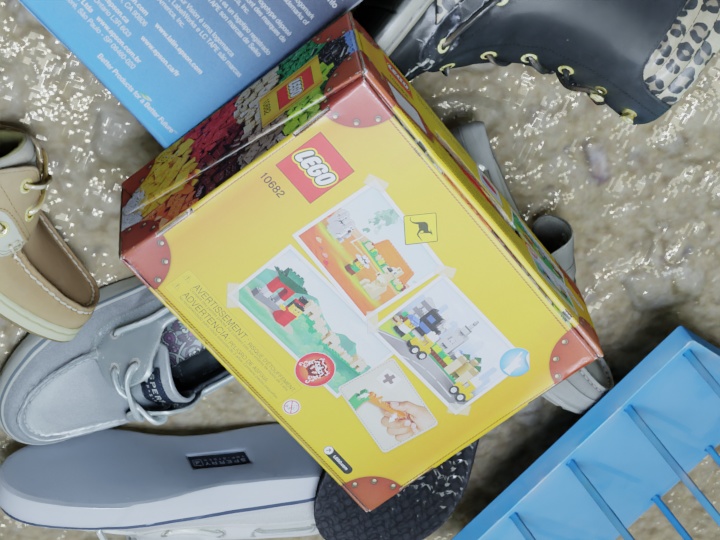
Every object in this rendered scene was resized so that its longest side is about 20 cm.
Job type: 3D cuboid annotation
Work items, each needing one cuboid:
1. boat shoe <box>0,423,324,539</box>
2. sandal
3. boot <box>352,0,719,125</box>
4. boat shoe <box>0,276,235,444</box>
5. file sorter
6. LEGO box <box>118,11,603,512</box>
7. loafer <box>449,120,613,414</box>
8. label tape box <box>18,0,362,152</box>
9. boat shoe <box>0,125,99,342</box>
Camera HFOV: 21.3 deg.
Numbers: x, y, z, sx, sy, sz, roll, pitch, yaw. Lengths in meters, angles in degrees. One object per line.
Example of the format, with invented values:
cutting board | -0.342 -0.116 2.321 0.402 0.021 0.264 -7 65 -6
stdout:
boat shoe | -0.109 0.139 1.093 0.202 0.075 0.086 -4 123 -24
sandal | 0.038 0.074 1.060 0.075 0.045 0.200 24 112 -10
boot | 0.081 -0.109 0.979 0.154 0.073 0.204 36 102 -18
boat shoe | -0.108 0.043 1.031 0.201 0.072 0.070 -29 122 3
file sorter | 0.175 0.156 1.115 0.200 0.123 0.139 -45 147 12
LEGO box | 0.000 0.000 0.946 0.149 0.077 0.200 -35 117 13
loafer | 0.092 0.002 1.061 0.070 0.070 0.200 -31 122 14
label tape box | -0.066 -0.175 0.921 0.200 0.066 0.143 -39 122 7
boat shoe | -0.191 -0.044 0.958 0.066 0.074 0.200 -34 122 12
